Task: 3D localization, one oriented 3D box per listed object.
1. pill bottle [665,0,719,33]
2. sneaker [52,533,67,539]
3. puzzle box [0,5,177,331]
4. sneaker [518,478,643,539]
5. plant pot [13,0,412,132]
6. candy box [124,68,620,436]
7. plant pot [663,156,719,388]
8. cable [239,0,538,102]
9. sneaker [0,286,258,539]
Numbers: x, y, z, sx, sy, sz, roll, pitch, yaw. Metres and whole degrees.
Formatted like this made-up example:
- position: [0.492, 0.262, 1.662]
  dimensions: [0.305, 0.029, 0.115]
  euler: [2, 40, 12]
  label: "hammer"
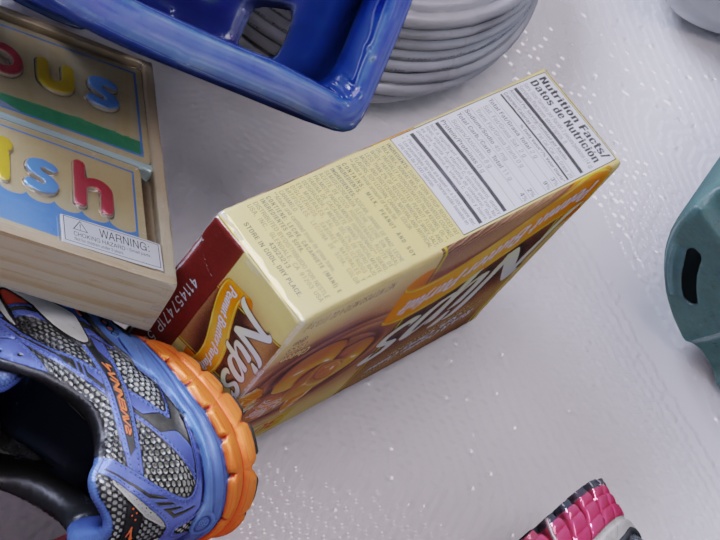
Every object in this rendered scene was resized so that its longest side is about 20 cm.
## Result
- position: [0.192, -0.224, 1.251]
  dimensions: [0.115, 0.116, 0.201]
  euler: [13, 54, -21]
  label: "pill bottle"
- position: [-0.109, 0.132, 0.890]
  dimensions: [0.199, 0.074, 0.087]
  euler: [4, 41, -29]
  label: "sneaker"
- position: [-0.161, -0.059, 0.899]
  dimensions: [0.199, 0.025, 0.133]
  euler: [19, 36, -25]
  label: "puzzle box"
- position: [0.055, 0.152, 0.946]
  dimensions: [0.075, 0.081, 0.200]
  euler: [50, 49, 7]
  label: "sneaker"
- position: [-0.085, -0.185, 0.975]
  dimensions: [0.200, 0.179, 0.201]
  euler: [23, 87, -54]
  label: "plant pot"
- position: [0.000, 0.000, 0.980]
  dimensions: [0.200, 0.115, 0.055]
  euler: [-27, 75, -46]
  label: "candy box"
- position: [0.244, -0.031, 1.111]
  dimensions: [0.200, 0.200, 0.196]
  euler: [42, 56, 3]
  label: "plant pot"
- position: [-0.001, -0.173, 1.141]
  dimensions: [0.199, 0.069, 0.201]
  euler: [-12, 66, -34]
  label: "cable"
- position: [-0.127, 0.030, 0.902]
  dimensions: [0.200, 0.076, 0.078]
  euler: [34, 29, 21]
  label: "sneaker"
